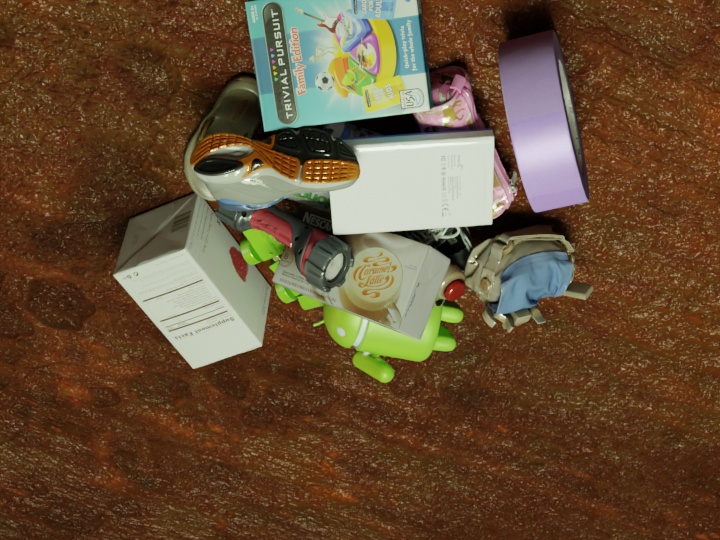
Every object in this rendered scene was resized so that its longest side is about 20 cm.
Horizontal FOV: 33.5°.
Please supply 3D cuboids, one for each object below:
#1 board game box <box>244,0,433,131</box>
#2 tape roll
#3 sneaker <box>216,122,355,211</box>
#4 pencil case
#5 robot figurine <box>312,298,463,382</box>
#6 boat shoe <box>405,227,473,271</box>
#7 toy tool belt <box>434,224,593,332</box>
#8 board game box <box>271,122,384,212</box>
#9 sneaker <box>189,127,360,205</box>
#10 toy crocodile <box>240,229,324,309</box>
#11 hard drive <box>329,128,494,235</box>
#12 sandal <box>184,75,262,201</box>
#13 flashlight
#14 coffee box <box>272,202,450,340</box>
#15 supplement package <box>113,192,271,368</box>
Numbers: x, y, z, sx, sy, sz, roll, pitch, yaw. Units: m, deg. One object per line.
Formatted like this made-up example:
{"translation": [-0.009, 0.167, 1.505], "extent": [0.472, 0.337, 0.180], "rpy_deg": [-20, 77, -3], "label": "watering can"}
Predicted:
{"translation": [-0.023, -0.250, 1.388], "extent": [0.198, 0.047, 0.152], "rpy_deg": [-6, 101, 10], "label": "board game box"}
{"translation": [0.214, -0.172, 1.384], "extent": [0.065, 0.201, 0.201], "rpy_deg": [-11, 131, 16], "label": "tape roll"}
{"translation": [-0.097, -0.139, 1.483], "extent": [0.199, 0.074, 0.082], "rpy_deg": [-23, 128, 12], "label": "sneaker"}
{"translation": [0.129, -0.157, 1.487], "extent": [0.086, 0.083, 0.200], "rpy_deg": [-25, 127, 9], "label": "pencil case"}
{"translation": [0.038, 0.060, 1.669], "extent": [0.199, 0.116, 0.177], "rpy_deg": [11, 104, -11], "label": "robot figurine"}
{"translation": [0.093, -0.060, 1.556], "extent": [0.073, 0.068, 0.199], "rpy_deg": [-28, 140, 10], "label": "boat shoe"}
{"translation": [0.199, 0.019, 1.567], "extent": [0.199, 0.123, 0.125], "rpy_deg": [-19, 140, -27], "label": "toy tool belt"}
{"translation": [-0.025, -0.132, 1.554], "extent": [0.199, 0.035, 0.127], "rpy_deg": [17, 132, -11], "label": "board game box"}
{"translation": [-0.096, -0.116, 1.416], "extent": [0.198, 0.076, 0.092], "rpy_deg": [5, 154, 10], "label": "sneaker"}
{"translation": [-0.105, -0.018, 1.657], "extent": [0.067, 0.062, 0.200], "rpy_deg": [-25, 122, 24], "label": "toy crocodile"}
{"translation": [0.061, -0.107, 1.456], "extent": [0.198, 0.025, 0.133], "rpy_deg": [-4, 130, 0], "label": "hard drive"}
{"translation": [-0.174, -0.160, 1.526], "extent": [0.080, 0.054, 0.200], "rpy_deg": [21, 132, -15], "label": "sandal"}
{"translation": [-0.101, -0.044, 1.526], "extent": [0.199, 0.068, 0.068], "rpy_deg": [29, 99, 28], "label": "flashlight"}
{"translation": [0.000, 0.000, 1.548], "extent": [0.199, 0.115, 0.080], "rpy_deg": [21, 177, 29], "label": "coffee box"}
{"translation": [-0.226, 0.016, 1.649], "extent": [0.119, 0.122, 0.200], "rpy_deg": [-19, 129, 20], "label": "supplement package"}
